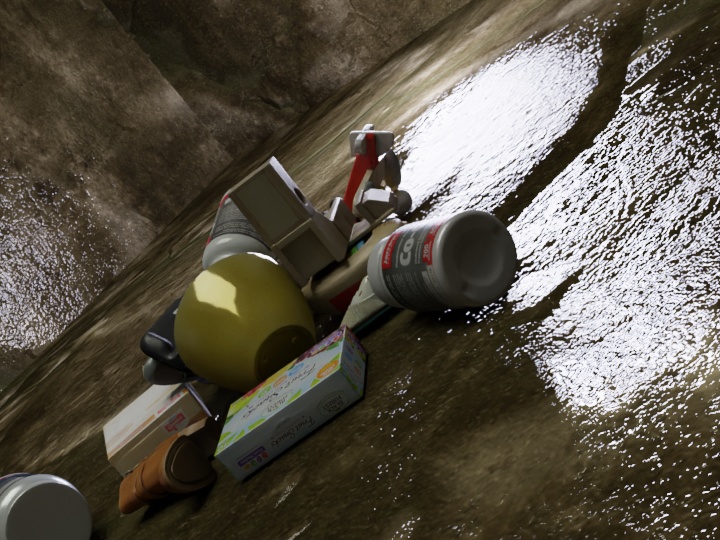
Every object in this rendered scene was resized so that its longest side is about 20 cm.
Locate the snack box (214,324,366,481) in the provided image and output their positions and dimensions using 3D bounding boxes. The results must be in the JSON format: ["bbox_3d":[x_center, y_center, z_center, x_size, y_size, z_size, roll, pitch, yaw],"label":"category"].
[{"bbox_3d":[-0.086,0.166,1.444,0.200,0.053,0.142,-36,16,14],"label":"snack box"}]

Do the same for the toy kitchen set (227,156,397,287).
[{"bbox_3d":[-0.063,-0.115,1.696,0.163,0.181,0.200,-35,13,15],"label":"toy kitchen set"}]

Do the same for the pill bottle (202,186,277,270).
[{"bbox_3d":[-0.179,-0.033,1.733,0.111,0.111,0.200,-32,29,29],"label":"pill bottle"}]

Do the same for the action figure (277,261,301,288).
[{"bbox_3d":[-0.124,0.025,1.848,0.200,0.102,0.119,-34,29,-32],"label":"action figure"}]

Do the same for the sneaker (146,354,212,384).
[{"bbox_3d":[-0.259,0.131,1.808,0.072,0.072,0.200,-38,-28,15],"label":"sneaker"}]

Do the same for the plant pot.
[{"bbox_3d":[-0.140,0.093,1.594,0.200,0.200,0.142,-43,40,-13],"label":"plant pot"}]

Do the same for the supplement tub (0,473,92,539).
[{"bbox_3d":[-0.478,0.367,1.654,0.140,0.140,0.200,-47,16,-27],"label":"supplement tub"}]

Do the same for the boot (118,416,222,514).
[{"bbox_3d":[-0.271,0.276,1.527,0.155,0.077,0.200,-35,12,13],"label":"boot"}]

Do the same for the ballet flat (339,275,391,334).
[{"bbox_3d":[0.040,0.017,1.554,0.200,0.062,0.067,-35,0,15],"label":"ballet flat"}]

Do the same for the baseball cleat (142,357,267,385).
[{"bbox_3d":[-0.224,0.136,1.714,0.200,0.070,0.106,-19,31,-37],"label":"baseball cleat"}]

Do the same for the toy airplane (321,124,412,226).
[{"bbox_3d":[0.027,-0.147,1.941,0.199,0.141,0.201,97,-165,-72],"label":"toy airplane"}]

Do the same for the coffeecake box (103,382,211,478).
[{"bbox_3d":[-0.313,0.241,1.753,0.153,0.073,0.200,-40,14,-8],"label":"coffeecake box"}]

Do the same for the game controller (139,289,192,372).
[{"bbox_3d":[-0.243,0.076,1.715,0.104,0.042,0.200,16,39,21],"label":"game controller"}]

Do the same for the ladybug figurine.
[{"bbox_3d":[0.000,0.000,1.695,0.200,0.072,0.136,-37,13,13],"label":"ladybug figurine"}]

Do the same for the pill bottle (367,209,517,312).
[{"bbox_3d":[0.093,-0.007,1.393,0.114,0.114,0.200,-46,15,-23],"label":"pill bottle"}]
